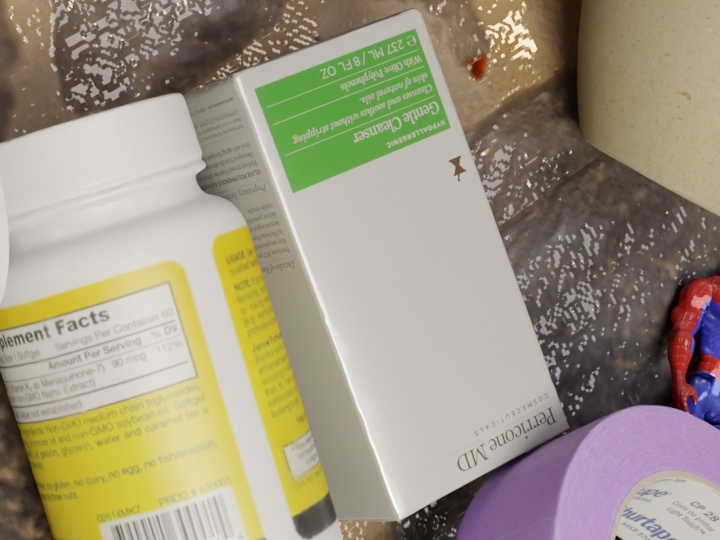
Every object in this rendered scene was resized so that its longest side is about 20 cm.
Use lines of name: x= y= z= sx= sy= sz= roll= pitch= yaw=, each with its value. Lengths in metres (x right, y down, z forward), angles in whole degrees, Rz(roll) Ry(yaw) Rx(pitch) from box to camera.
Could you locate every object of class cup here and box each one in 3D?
cup: x=0.183 y=-0.103 z=0.976 sx=0.200 sy=0.200 sz=0.144 roll=24 pitch=98 yaw=-26

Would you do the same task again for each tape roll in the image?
tape roll: x=0.131 y=0.163 z=0.885 sx=0.200 sy=0.066 sz=0.201 roll=24 pitch=52 yaw=-35

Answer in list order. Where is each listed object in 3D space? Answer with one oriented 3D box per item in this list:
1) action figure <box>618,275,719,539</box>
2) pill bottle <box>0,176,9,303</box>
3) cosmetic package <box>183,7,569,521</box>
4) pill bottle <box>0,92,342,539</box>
action figure: x=0.174 y=0.073 z=1.019 sx=0.065 sy=0.052 sz=0.201 roll=25 pitch=71 yaw=-21
pill bottle: x=-0.236 y=-0.009 z=0.745 sx=0.199 sy=0.113 sz=0.114 roll=-8 pitch=89 yaw=-30
cosmetic package: x=0.000 y=0.000 z=0.901 sx=0.107 sy=0.085 sz=0.201 roll=-25 pitch=97 yaw=-33
pill bottle: x=-0.087 y=0.037 z=0.828 sx=0.114 sy=0.114 sz=0.201 roll=-19 pitch=94 yaw=-31
